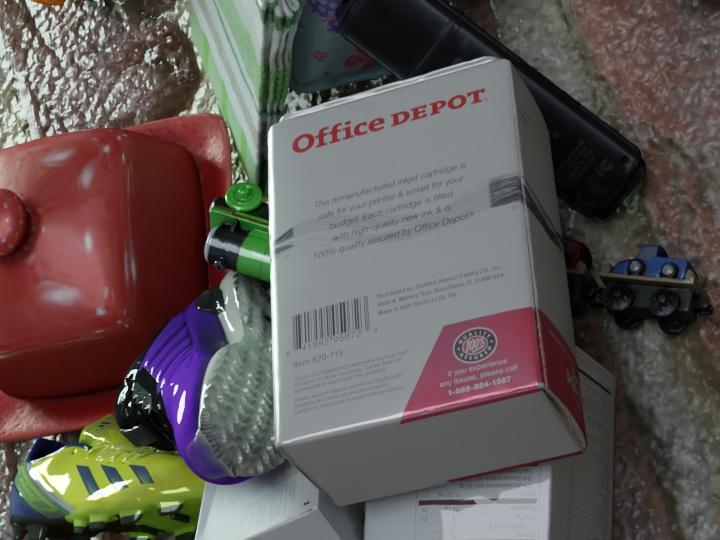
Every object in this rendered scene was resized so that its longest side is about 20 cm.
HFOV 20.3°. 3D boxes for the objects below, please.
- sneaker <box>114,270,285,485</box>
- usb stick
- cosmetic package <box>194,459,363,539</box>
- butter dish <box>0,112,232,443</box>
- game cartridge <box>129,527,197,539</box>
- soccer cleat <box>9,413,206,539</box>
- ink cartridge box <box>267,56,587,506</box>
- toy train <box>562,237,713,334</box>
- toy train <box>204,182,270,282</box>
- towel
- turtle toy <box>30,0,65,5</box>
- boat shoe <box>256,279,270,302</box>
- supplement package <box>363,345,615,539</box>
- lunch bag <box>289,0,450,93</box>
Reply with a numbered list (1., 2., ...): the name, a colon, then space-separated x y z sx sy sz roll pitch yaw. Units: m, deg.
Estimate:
1. sneaker: -0.093 0.077 1.127 0.099 0.070 0.200 -31 18 13
2. usb stick: 0.075 -0.103 1.154 0.199 0.033 0.056 36 116 -9
3. cosmetic package: -0.039 0.103 1.147 0.082 0.051 0.201 -27 27 19
4. butter dish: -0.192 -0.011 1.266 0.199 0.148 0.201 -12 68 24
5. game cartridge: -0.109 0.200 1.169 0.199 0.032 0.177 -36 25 13
6. soccer cleat: -0.149 0.124 1.219 0.199 0.064 0.084 -14 63 47
7. ink cartridge box: 0.033 0.005 1.055 0.145 0.083 0.201 -14 57 18
8. toy train: 0.113 0.002 1.172 0.199 0.034 0.046 7 67 30
9. toy train: 0.000 0.000 1.153 0.198 0.042 0.057 16 51 13
10. towel: -0.072 -0.157 1.237 0.030 0.200 0.150 -14 62 -13
11. turtle toy: -0.211 -0.262 1.382 0.145 0.101 0.201 -28 58 -9
12. boat shoe: 0.002 -0.046 1.221 0.199 0.072 0.068 -36 65 15
13. supplement package: 0.071 0.145 1.099 0.109 0.114 0.202 -4 72 25
14. lunch bag: -0.015 -0.242 1.225 0.126 0.170 0.201 -17 61 -23
